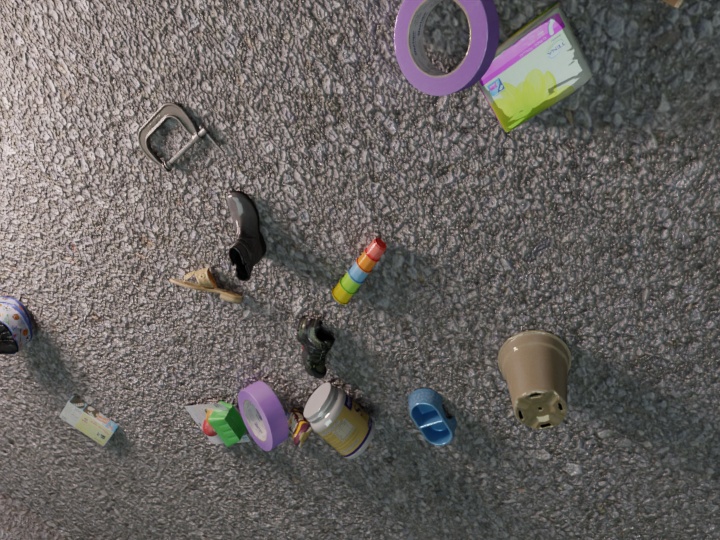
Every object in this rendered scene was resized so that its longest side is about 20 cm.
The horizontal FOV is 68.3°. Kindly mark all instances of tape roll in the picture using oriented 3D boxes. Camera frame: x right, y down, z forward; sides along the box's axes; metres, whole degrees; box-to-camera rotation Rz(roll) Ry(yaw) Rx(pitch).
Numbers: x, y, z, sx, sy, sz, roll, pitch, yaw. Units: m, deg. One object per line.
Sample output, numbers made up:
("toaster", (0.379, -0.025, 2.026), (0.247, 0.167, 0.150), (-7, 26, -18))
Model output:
("tape roll", (-0.306, 0.455, 1.662), (0.197, 0.064, 0.207), (29, 130, 41))
("tape roll", (0.162, -0.446, 1.014), (0.194, 0.065, 0.208), (16, 120, 30))

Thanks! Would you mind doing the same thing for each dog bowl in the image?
("dog bowl", (0.216, 0.449, 1.607), (0.109, 0.050, 0.203), (-23, 113, 25))

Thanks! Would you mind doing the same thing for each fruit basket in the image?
("fruit basket", (-0.484, 0.517, 1.806), (0.195, 0.094, 0.189), (-10, 119, 37))

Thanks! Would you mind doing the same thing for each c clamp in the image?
("c clamp", (-0.455, -0.313, 1.309), (0.195, 0.027, 0.173), (-24, 113, 24))

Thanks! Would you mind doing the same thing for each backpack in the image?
("backpack", (-1.153, 0.181, 1.704), (0.183, 0.156, 0.206), (9, 130, 17))

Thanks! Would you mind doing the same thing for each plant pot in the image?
("plant pot", (0.458, 0.295, 1.375), (0.192, 0.186, 0.207), (6, 123, 9))

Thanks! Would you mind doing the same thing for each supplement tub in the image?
("supplement tub", (-0.065, 0.457, 1.621), (0.144, 0.147, 0.200), (-36, 109, 29))

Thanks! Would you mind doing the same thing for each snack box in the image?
("snack box", (-1.006, 0.558, 1.968), (0.198, 0.038, 0.116), (40, 122, -12))

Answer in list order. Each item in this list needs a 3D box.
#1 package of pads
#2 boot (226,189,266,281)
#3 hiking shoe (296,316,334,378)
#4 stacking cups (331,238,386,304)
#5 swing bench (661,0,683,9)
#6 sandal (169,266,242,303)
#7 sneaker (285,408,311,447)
("package of pads", (0.338, -0.392, 1.050), (0.196, 0.069, 0.156), (-30, 110, 28))
("boot", (-0.301, -0.089, 1.348), (0.067, 0.133, 0.206), (-10, 119, 19))
("hiking shoe", (-0.119, 0.228, 1.534), (0.097, 0.076, 0.206), (-5, 119, 20))
("stacking cups", (0.000, 0.000, 1.385), (0.060, 0.061, 0.201), (34, 118, -10))
("swing bench", (0.492, -0.581, 0.866), (0.194, 0.132, 0.203), (22, 123, -8))
("sandal", (-0.428, 0.027, 1.503), (0.204, 0.078, 0.072), (19, 93, -7))
("sneaker", (-0.202, 0.483, 1.651), (0.089, 0.200, 0.076), (37, 81, -2))
